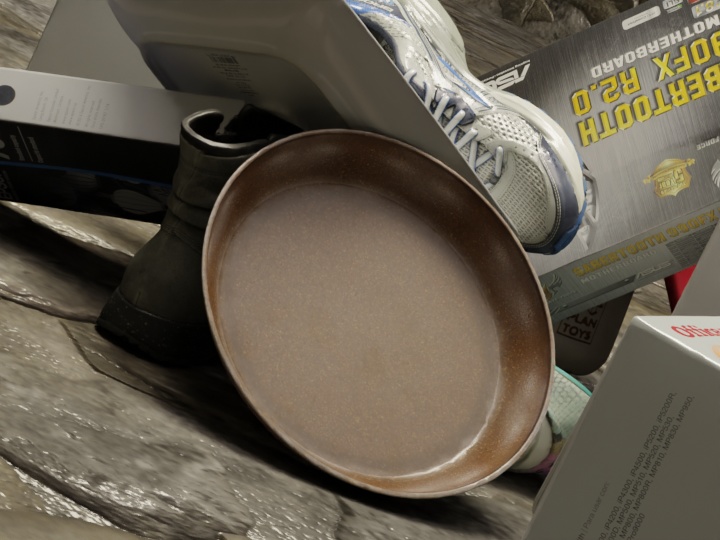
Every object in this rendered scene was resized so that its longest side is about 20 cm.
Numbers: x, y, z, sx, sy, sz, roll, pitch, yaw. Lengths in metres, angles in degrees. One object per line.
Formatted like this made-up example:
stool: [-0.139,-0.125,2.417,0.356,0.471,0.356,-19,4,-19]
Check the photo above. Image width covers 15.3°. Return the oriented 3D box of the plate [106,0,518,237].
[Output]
plate: [-0.036,-0.083,1.443,0.200,0.032,0.200,12,-32,48]

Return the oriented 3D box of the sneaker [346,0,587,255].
sneaker: [0.039,-0.079,1.466,0.200,0.077,0.085,47,31,24]

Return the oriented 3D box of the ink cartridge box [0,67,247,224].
ink cartridge box: [-0.154,-0.068,1.465,0.200,0.039,0.099,9,-25,13]

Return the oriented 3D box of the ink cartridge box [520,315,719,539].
ink cartridge box: [0.202,0.127,1.267,0.200,0.145,0.145,30,12,24]

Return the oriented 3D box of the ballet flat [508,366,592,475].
ballet flat: [0.051,0.057,1.440,0.200,0.069,0.071,41,35,-5]

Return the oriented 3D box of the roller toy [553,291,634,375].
roller toy: [0.084,-0.014,1.682,0.182,0.140,0.200,20,1,1]

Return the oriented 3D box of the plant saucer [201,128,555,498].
plant saucer: [0.005,0.025,1.335,0.200,0.032,0.200,15,57,-25]

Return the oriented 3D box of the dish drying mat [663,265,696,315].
dish drying mat: [0.204,0.043,1.634,0.018,0.200,0.077,-12,-8,17]

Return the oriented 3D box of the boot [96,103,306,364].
boot: [-0.053,-0.019,1.411,0.068,0.131,0.200,30,11,21]

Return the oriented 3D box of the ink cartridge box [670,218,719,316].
ink cartridge box: [0.223,0.078,1.394,0.146,0.200,0.084,31,11,26]

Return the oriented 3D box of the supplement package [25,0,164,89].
supplement package: [-0.112,-0.114,1.774,0.200,0.117,0.117,27,11,4]

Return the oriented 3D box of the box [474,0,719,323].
box: [0.153,-0.069,1.512,0.048,0.200,0.158,48,26,-47]
